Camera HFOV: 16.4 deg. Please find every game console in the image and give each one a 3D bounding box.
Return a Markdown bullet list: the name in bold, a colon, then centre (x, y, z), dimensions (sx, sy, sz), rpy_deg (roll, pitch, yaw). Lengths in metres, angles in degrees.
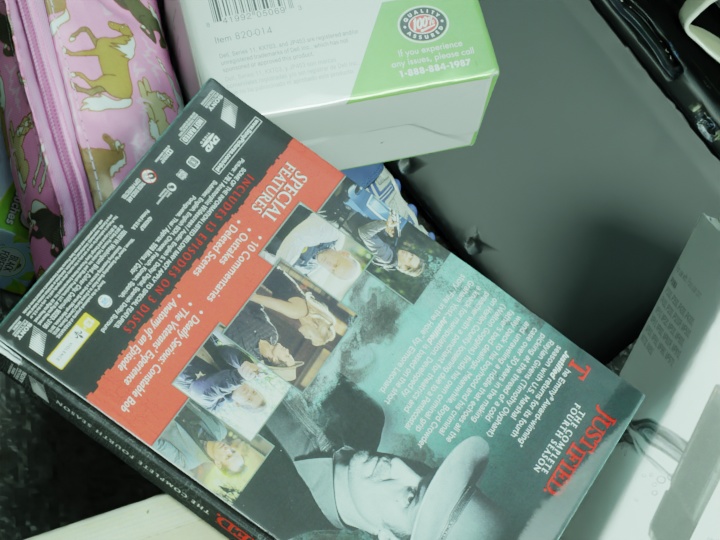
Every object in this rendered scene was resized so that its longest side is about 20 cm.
- **game console**: centre (0.096, -0.083, 1.129), dimensions (0.200, 0.116, 0.176), rpy_deg (51, 27, -4)

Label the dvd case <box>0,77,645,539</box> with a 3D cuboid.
- **dvd case**: centre (-0.012, 0.038, 0.882), dimensions (0.200, 0.022, 0.146), rpy_deg (35, 55, 1)

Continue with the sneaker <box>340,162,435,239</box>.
- **sneaker**: centre (0.000, 0.000, 1.041), dimensions (0.088, 0.075, 0.200), rpy_deg (4, 70, -29)

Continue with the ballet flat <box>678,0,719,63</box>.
- **ballet flat**: centre (0.167, -0.127, 1.075), dimensions (0.200, 0.075, 0.068), rpy_deg (48, 30, -39)

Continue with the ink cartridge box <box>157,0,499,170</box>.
- **ink cartridge box**: centre (-0.028, -0.141, 1.007), dimensions (0.117, 0.067, 0.200), rpy_deg (-11, 68, -10)

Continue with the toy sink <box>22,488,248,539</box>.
- **toy sink**: centre (-0.046, 0.147, 0.897), dimensions (0.200, 0.130, 0.112), rpy_deg (-16, 69, -30)

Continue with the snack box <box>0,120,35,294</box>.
- **snack box**: centre (-0.173, -0.104, 1.033), dimensions (0.142, 0.053, 0.200), rpy_deg (21, 57, -13)

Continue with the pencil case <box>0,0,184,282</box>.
- **pencil case**: centre (-0.104, -0.055, 0.956), dimensions (0.086, 0.083, 0.200), rpy_deg (-5, 69, -33)

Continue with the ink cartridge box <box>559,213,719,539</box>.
- **ink cartridge box**: centre (0.159, 0.100, 0.966), dimensions (0.147, 0.083, 0.200), rpy_deg (24, 100, -7)
